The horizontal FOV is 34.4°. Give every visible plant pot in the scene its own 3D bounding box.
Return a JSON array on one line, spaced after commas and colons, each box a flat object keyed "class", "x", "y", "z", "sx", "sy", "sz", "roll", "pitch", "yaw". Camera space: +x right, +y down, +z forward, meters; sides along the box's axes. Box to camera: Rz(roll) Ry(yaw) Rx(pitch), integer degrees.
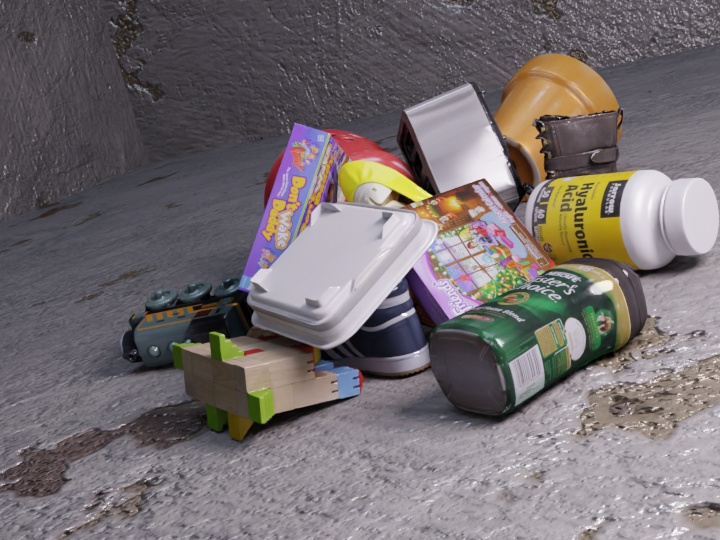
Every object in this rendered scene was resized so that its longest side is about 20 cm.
[{"class": "plant pot", "x": 0.282, "y": -0.210, "z": 1.841, "sx": 0.199, "sy": 0.201, "sz": 0.183, "roll": 0, "pitch": 36, "yaw": 49}, {"class": "plant pot", "x": -0.014, "y": -0.089, "z": 1.631, "sx": 0.199, "sy": 0.202, "sz": 0.182, "roll": -20, "pitch": 21, "yaw": -21}]

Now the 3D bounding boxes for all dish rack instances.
[{"class": "dish rack", "x": -0.029, "y": -0.008, "z": 1.163, "sx": 0.172, "sy": 0.044, "sz": 0.200, "roll": -48, "pitch": 28, "yaw": -17}]

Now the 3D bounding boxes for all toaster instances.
[{"class": "toaster", "x": 0.138, "y": -0.141, "z": 1.590, "sx": 0.118, "sy": 0.182, "sz": 0.200, "roll": -22, "pitch": -11, "yaw": -7}]

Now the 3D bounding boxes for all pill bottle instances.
[{"class": "pill bottle", "x": 0.293, "y": -0.055, "z": 1.307, "sx": 0.199, "sy": 0.112, "sz": 0.111, "roll": -3, "pitch": 18, "yaw": 44}]

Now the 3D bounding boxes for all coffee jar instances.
[{"class": "coffee jar", "x": 0.165, "y": 0.054, "z": 1.057, "sx": 0.199, "sy": 0.086, "sz": 0.104, "roll": -24, "pitch": 15, "yaw": -34}]

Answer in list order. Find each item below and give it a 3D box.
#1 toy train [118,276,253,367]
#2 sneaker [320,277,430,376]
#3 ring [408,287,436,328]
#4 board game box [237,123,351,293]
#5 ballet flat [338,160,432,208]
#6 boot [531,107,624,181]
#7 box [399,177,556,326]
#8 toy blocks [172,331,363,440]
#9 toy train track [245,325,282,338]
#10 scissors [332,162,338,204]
[{"class": "toy train", "x": -0.209, "y": 0.069, "z": 1.455, "sx": 0.199, "sy": 0.086, "sz": 0.114, "roll": -10, "pitch": 24, "yaw": 23}, {"class": "sneaker", "x": -0.013, "y": 0.050, "z": 1.228, "sx": 0.199, "sy": 0.109, "sz": 0.070, "roll": -2, "pitch": 21, "yaw": 45}, {"class": "ring", "x": 0.117, "y": 0.015, "z": 1.288, "sx": 0.199, "sy": 0.019, "sz": 0.201, "roll": 0, "pitch": 33, "yaw": 0}, {"class": "board game box", "x": -0.074, "y": -0.057, "z": 1.373, "sx": 0.044, "sy": 0.201, "sz": 0.134, "roll": 18, "pitch": -4, "yaw": 13}, {"class": "ballet flat", "x": 0.049, "y": -0.065, "z": 1.311, "sx": 0.199, "sy": 0.067, "sz": 0.067, "roll": 28, "pitch": 37, "yaw": 18}, {"class": "boot", "x": 0.240, "y": -0.106, "z": 1.437, "sx": 0.199, "sy": 0.175, "sz": 0.069, "roll": -15, "pitch": 13, "yaw": 3}, {"class": "box", "x": 0.120, "y": -0.002, "z": 1.204, "sx": 0.136, "sy": 0.039, "sz": 0.200, "roll": -21, "pitch": 51, "yaw": -18}, {"class": "toy blocks", "x": -0.089, "y": 0.101, "z": 1.184, "sx": 0.136, "sy": 0.101, "sz": 0.200, "roll": -10, "pitch": 9, "yaw": -31}, {"class": "toy train track", "x": -0.063, "y": 0.040, "z": 1.334, "sx": 0.114, "sy": 0.033, "sz": 0.200, "roll": -26, "pitch": -19, "yaw": -44}, {"class": "scissors", "x": -0.035, "y": -0.035, "z": 1.415, "sx": 0.014, "sy": 0.202, "sz": 0.073, "roll": -2, "pitch": 11, "yaw": -4}]
